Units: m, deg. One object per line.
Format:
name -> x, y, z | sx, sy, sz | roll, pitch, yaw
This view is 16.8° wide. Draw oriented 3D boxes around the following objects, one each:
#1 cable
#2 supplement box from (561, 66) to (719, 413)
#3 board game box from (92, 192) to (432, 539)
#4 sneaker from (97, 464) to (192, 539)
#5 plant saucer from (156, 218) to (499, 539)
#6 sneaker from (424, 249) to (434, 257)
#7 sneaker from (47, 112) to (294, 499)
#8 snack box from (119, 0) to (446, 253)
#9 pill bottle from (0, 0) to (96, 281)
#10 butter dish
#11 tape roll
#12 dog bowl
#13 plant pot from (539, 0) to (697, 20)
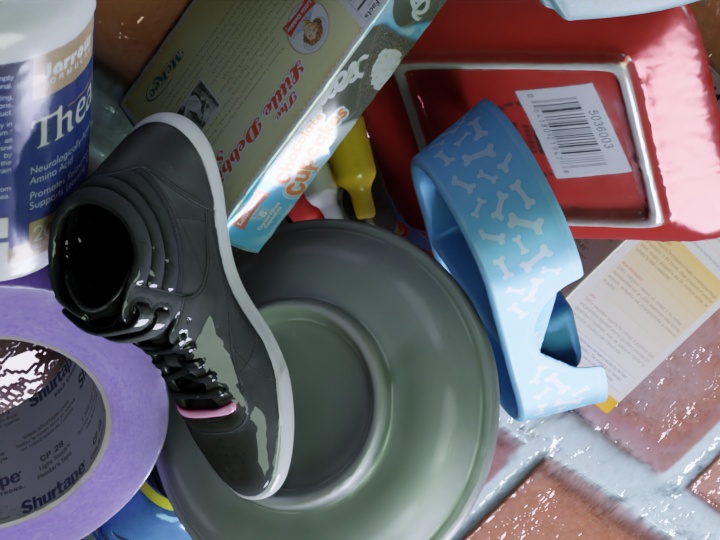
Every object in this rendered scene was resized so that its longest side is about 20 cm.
cable -> 0.000, 0.000, 1.314 | 0.050, 0.201, 0.097 | -7, 157, -45
supplement box -> 0.180, -0.021, 1.514 | 0.200, 0.074, 0.126 | -44, 140, 7
board game box -> -0.059, 0.059, 1.427 | 0.199, 0.056, 0.197 | -11, 134, -29
sneaker -> -0.062, 0.130, 1.406 | 0.199, 0.066, 0.079 | 0, 139, -36
plant saucer -> -0.028, 0.071, 1.259 | 0.200, 0.200, 0.050 | -47, 159, 11
sneaker -> -0.017, 0.070, 1.366 | 0.199, 0.075, 0.088 | -24, 139, -15
sneaker -> -0.097, 0.033, 1.183 | 0.099, 0.070, 0.201 | -35, 114, -53
snack box -> -0.032, -0.122, 1.227 | 0.037, 0.116, 0.200 | 19, 115, -46
pill bottle -> -0.180, -0.102, 1.140 | 0.110, 0.111, 0.201 | -15, 135, -25
butter dish -> 0.106, -0.122, 1.323 | 0.198, 0.148, 0.201 | 3, 141, 21
tape roll -> -0.204, 0.059, 1.265 | 0.199, 0.085, 0.201 | -10, 131, -11
dog bowl -> 0.076, 0.002, 1.272 | 0.049, 0.112, 0.201 | -26, 139, -8
plant pot -> 0.126, -0.239, 1.166 | 0.200, 0.197, 0.196 | -39, 137, 3
